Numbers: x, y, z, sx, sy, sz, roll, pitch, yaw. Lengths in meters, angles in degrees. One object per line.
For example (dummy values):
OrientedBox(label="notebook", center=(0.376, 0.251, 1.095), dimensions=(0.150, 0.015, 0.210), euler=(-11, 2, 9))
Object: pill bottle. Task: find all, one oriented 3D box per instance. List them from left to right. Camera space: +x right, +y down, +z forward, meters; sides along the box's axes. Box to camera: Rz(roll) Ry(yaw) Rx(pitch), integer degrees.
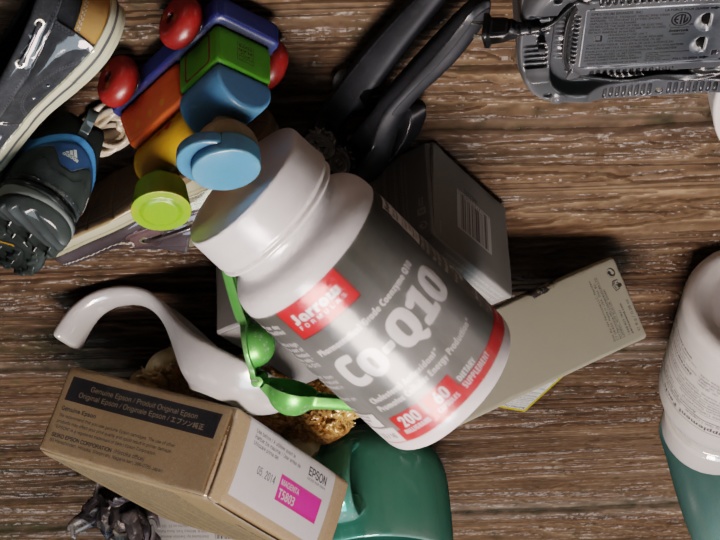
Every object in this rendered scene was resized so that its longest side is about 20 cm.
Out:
OrientedBox(label="pill bottle", center=(-0.007, 0.012, 1.106), dimensions=(0.114, 0.114, 0.200), euler=(-31, 115, 36))
OrientedBox(label="pill bottle", center=(0.298, 0.079, 1.373), dimensions=(0.113, 0.115, 0.201), euler=(-2, 147, -2))

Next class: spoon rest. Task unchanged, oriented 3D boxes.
OrientedBox(label="spoon rest", center=(-0.133, 0.058, 1.297), dimensions=(0.199, 0.061, 0.099), euler=(18, 169, 21))

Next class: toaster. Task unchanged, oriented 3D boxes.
OrientedBox(label="toaster", center=(0.155, -0.173, 0.960), dimensions=(0.198, 0.130, 0.114), euler=(-4, 146, 0))

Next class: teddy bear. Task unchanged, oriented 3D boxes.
OrientedBox(label="teddy bear", center=(-0.099, 0.111, 1.416), dimensions=(0.199, 0.067, 0.145), euler=(22, 150, -34))

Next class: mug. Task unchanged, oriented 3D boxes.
OrientedBox(label="mug", center=(0.009, 0.198, 1.516), dimensions=(0.151, 0.115, 0.185), euler=(5, 151, -18))

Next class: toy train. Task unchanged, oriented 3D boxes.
OrientedBox(label="toy train", center=(-0.129, -0.074, 1.097), dimensions=(0.084, 0.117, 0.200), euler=(23, 139, -34))

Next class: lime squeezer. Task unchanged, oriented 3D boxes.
OrientedBox(label="lime squeezer", center=(-0.054, 0.056, 1.206), dimensions=(0.200, 0.038, 0.071), euler=(46, 121, 1))

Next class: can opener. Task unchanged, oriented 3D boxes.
OrientedBox(label="can opener", center=(0.018, -0.122, 1.104), dimensions=(0.063, 0.079, 0.200), euler=(40, 137, 5))

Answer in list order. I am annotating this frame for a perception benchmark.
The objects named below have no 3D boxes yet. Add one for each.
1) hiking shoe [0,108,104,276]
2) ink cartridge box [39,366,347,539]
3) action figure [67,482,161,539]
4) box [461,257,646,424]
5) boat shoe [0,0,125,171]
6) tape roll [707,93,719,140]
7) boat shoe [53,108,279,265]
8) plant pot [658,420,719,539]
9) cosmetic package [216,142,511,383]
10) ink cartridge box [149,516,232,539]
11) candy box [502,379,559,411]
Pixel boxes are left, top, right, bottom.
OrientedBox(label="hiking shoe", center=(-0.219, -0.051, 1.151), dimensions=(0.074, 0.087, 0.199), euler=(36, 161, -23))
OrientedBox(label="ink cartridge box", center=(-0.126, 0.155, 1.351), dimensions=(0.164, 0.076, 0.200), euler=(10, 161, 29))
OrientedBox(label="action figure", center=(-0.205, 0.259, 1.446), dimensions=(0.101, 0.201, 0.119), euler=(-19, 164, -14))
OrientedBox(label="box", center=(0.107, 0.059, 1.272), dimensions=(0.199, 0.069, 0.082), euler=(-21, 177, -31))
OrientedBox(label="boat shoe", center=(-0.226, -0.114, 1.071), dimensions=(0.062, 0.075, 0.200), euler=(29, 131, -31))
OrientedBox(label="tape roll", center=(0.314, -0.138, 1.084), dimensions=(0.200, 0.071, 0.203), euler=(-3, 147, -2))
OrientedBox(label="boat shoe", center=(-0.129, -0.043, 1.178), dimensions=(0.199, 0.072, 0.065), euler=(-26, 119, 21))
OrientedBox(label="plant pot", center=(0.374, 0.200, 1.522), dimensions=(0.199, 0.162, 0.201), euler=(-2, 148, -1))
OrientedBox(label="cosmetic package", center=(0.000, 0.000, 1.253), dimensions=(0.199, 0.091, 0.107), euler=(-20, 143, 29))
OrientedBox(label="ink cartridge box", center=(-0.149, 0.281, 1.550), dimensions=(0.144, 0.202, 0.084), euler=(2, 157, -8))
OrientedBox(label="candy box", center=(0.073, 0.070, 1.417), dimensions=(0.198, 0.027, 0.102), euler=(12, 148, -22))
